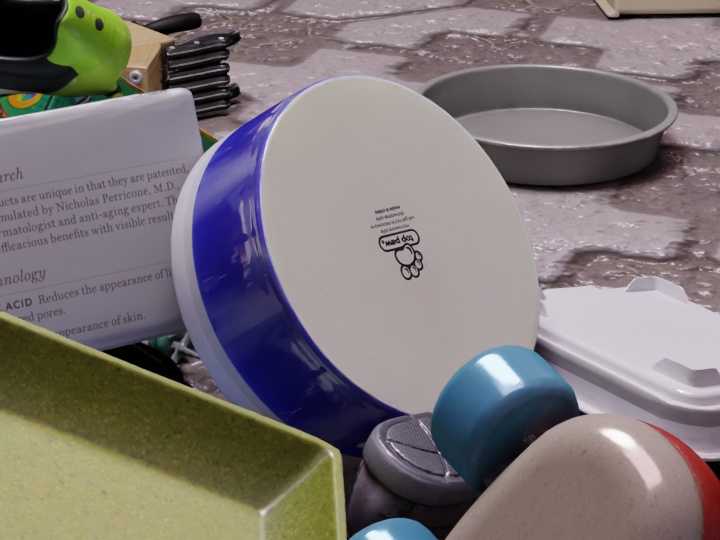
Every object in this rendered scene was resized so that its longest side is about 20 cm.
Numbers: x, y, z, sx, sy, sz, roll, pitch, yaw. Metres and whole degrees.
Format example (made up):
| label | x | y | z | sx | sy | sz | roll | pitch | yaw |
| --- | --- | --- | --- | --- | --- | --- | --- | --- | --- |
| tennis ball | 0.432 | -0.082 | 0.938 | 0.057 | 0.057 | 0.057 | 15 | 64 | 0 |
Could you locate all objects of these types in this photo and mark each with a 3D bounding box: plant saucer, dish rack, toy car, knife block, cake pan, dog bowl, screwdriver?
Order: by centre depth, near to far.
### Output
| label | x | y | z | sx | sy | sz | roll | pitch | yaw |
| --- | --- | --- | --- | --- | --- | --- | --- | --- | --- |
| toy car | 0.123 | 0.157 | 1.013 | 0.199 | 0.177 | 0.184 | 20 | 18 | -45 |
| plant saucer | -0.103 | 0.120 | 1.060 | 0.199 | 0.048 | 0.200 | 23 | 27 | -16 |
| dog bowl | 0.000 | 0.000 | 1.268 | 0.200 | 0.201 | 0.079 | -23 | -4 | -46 |
| screwdriver | -0.087 | 0.076 | 1.309 | 0.029 | 0.028 | 0.200 | 21 | 3 | -38 |
| dish rack | 0.174 | 0.048 | 1.342 | 0.171 | 0.044 | 0.200 | -5 | 20 | -38 |
| cake pan | 0.137 | -0.109 | 1.768 | 0.199 | 0.037 | 0.200 | 1 | 22 | 0 |
| knife block | -0.195 | -0.155 | 1.834 | 0.199 | 0.064 | 0.176 | 2 | 21 | 5 |

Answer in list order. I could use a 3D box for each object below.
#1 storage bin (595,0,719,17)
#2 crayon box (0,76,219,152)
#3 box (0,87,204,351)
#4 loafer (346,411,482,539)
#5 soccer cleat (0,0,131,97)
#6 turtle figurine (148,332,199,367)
| label | x | y | z | sx | sy | sz | roll | pitch | yaw |
| --- | --- | --- | --- | --- | --- | --- | --- | --- | --- |
| storage bin | 0.307 | -0.305 | 2.188 | 0.199 | 0.094 | 0.199 | -2 | 22 | -7 |
| crayon box | -0.172 | -0.093 | 1.552 | 0.118 | 0.059 | 0.200 | 21 | -7 | 40 |
| box | -0.207 | -0.015 | 1.315 | 0.199 | 0.132 | 0.199 | -13 | 4 | -31 |
| loafer | 0.062 | 0.108 | 1.193 | 0.199 | 0.063 | 0.072 | 2 | 33 | -50 |
| soccer cleat | -0.222 | -0.121 | 1.327 | 0.199 | 0.068 | 0.081 | -9 | -28 | 27 |
| turtle figurine | -0.055 | -0.003 | 1.430 | 0.149 | 0.101 | 0.200 | -2 | 16 | -6 |
